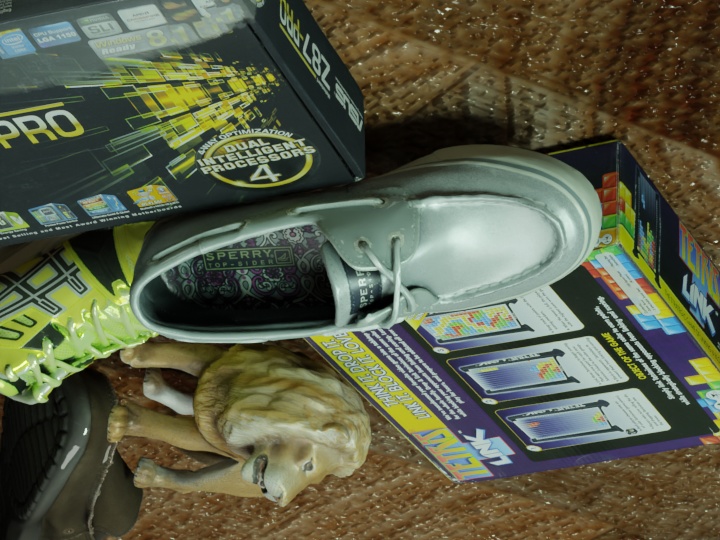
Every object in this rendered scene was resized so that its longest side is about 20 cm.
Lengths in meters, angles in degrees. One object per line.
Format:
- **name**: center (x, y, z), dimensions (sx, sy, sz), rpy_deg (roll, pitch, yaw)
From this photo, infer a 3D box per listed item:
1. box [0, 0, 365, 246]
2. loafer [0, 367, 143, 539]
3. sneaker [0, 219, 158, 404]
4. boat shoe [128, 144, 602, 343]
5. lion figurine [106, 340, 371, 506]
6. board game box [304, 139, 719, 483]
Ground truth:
- **box**: center (-0.115, -0.075, 1.199), dimensions (0.199, 0.049, 0.161), rpy_deg (-9, 149, 16)
- **loafer**: center (-0.144, 0.100, 1.514), dimensions (0.071, 0.073, 0.200), rpy_deg (-3, 156, -18)
- **sneaker**: center (-0.130, 0.021, 1.348), dimensions (0.199, 0.077, 0.075), rpy_deg (-14, 146, 25)
- **boat shoe**: center (-0.001, -0.001, 1.238), dimensions (0.200, 0.072, 0.070), rpy_deg (-7, 115, 17)
- **lion figurine**: center (-0.051, 0.075, 1.420), dimensions (0.122, 0.073, 0.200), rpy_deg (10, 173, 4)
- **board game box**: center (0.077, 0.024, 1.363), dimensions (0.165, 0.057, 0.200), rpy_deg (-9, 149, 23)
